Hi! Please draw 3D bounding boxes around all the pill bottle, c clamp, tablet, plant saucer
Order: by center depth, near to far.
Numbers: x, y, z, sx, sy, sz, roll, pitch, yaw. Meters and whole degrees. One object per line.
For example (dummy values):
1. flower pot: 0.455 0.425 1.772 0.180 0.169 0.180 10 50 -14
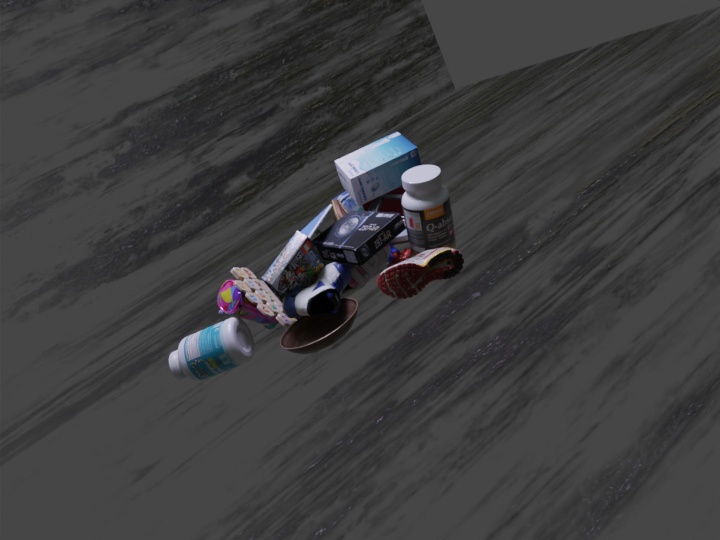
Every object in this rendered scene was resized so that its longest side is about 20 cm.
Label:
1. plant saucer: -0.086 0.130 1.504 0.196 0.037 0.201 -25 16 8
2. pill bottle: 0.158 -0.133 1.575 0.113 0.205 0.117 -10 30 6
3. pill bottle: -0.359 0.195 1.607 0.196 0.113 0.111 -23 17 16
4. tablet: -0.135 -0.087 1.661 0.129 0.014 0.201 -39 13 29
5. c clamp: 0.097 -0.174 1.727 0.195 0.028 0.173 9 49 26

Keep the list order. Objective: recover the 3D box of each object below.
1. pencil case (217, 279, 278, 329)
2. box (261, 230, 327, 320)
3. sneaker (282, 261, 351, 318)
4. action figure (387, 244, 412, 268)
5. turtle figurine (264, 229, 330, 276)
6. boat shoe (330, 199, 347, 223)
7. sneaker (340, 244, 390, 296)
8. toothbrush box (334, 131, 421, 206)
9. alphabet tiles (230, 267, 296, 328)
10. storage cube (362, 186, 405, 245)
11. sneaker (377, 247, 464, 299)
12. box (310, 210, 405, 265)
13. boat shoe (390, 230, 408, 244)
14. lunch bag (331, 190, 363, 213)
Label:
1. pencil case: -0.268 0.087 1.659 0.086 0.091 0.199 -18 -22 24
2. box: -0.139 0.020 1.564 0.037 0.201 0.138 28 73 30
3. sneaker: -0.072 0.056 1.527 0.113 0.083 0.198 9 32 41
4. action figure: 0.087 -0.036 1.701 0.065 0.052 0.199 -36 23 -11
5. turtle figurine: -0.144 -0.016 1.758 0.197 0.142 0.200 -60 25 7
6. boat shoe: -0.029 -0.123 1.943 0.066 0.204 0.073 -22 -25 -10
7. sneaker: 0.000 0.000 1.658 0.200 0.081 0.089 -44 17 32
8. toothbrush box: 0.048 -0.271 1.775 0.196 0.087 0.147 -25 33 -9
9. alphabet tiles: -0.229 0.064 1.631 0.015 0.200 0.195 -47 -11 8
10. storage cube: 0.104 -0.193 1.917 0.176 0.174 0.201 -24 17 10
11. sneaker: 0.131 0.004 1.492 0.194 0.080 0.082 -17 13 1
12. box: -0.011 -0.082 1.615 0.159 0.044 0.198 -39 27 -27
13. boat shoe: 0.149 -0.094 1.709 0.196 0.068 0.069 -24 35 -30
14. lunch bag: 0.017 -0.191 2.064 0.198 0.164 0.082 -34 18 -20
